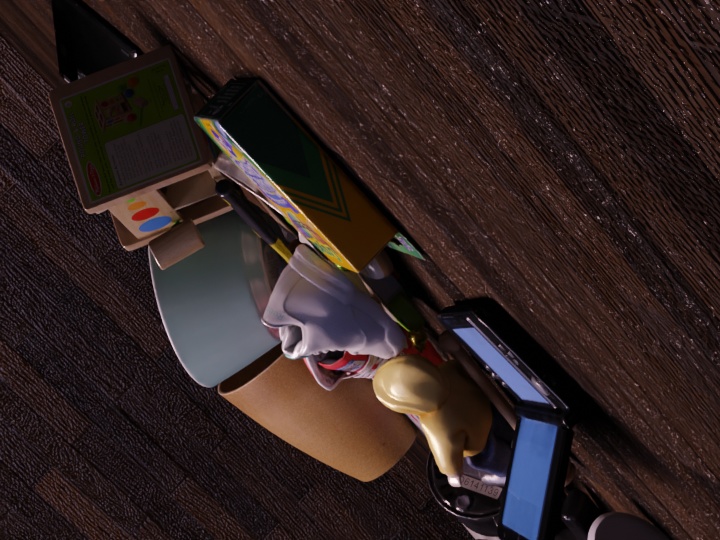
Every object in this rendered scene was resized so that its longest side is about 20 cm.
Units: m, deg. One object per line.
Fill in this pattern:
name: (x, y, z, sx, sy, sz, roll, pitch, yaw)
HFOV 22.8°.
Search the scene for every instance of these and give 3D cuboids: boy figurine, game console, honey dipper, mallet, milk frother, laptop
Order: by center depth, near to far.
game console: (0.107, 0.125, 1.444, 0.176, 0.116, 0.200, 45, 174, -3)
mallet: (-0.084, -0.031, 1.630, 0.066, 0.041, 0.200, 43, 176, 45)
honey dipper: (0.136, 0.130, 1.684, 0.200, 0.038, 0.038, 51, 172, -24)
boy figurine: (0.088, 0.142, 1.697, 0.064, 0.125, 0.200, -15, 145, 37)
milk frother: (0.145, 0.285, 1.892, 0.180, 0.200, 0.188, 36, 171, 31)
laptop: (-0.249, -0.222, 2.019, 0.187, 0.115, 0.201, 40, 144, 37)

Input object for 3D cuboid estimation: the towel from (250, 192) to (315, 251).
towel: (-0.096, -0.083, 1.879, 0.147, 0.022, 0.200, 49, 175, -25)

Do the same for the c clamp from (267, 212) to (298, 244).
c clamp: (-0.098, 0.020, 2.051, 0.027, 0.172, 0.200, 7, -175, -19)

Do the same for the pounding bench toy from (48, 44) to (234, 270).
pounding bench toy: (-0.190, -0.078, 1.691, 0.156, 0.124, 0.201, 62, -173, -72)

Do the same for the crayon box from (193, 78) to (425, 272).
crayon box: (-0.044, -0.068, 1.467, 0.200, 0.052, 0.126, 46, 174, -14)

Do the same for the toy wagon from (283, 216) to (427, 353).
toy wagon: (0.000, 0.000, 1.694, 0.200, 0.040, 0.155, 42, 174, 23)

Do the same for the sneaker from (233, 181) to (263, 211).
sneaker: (-0.169, -0.085, 1.952, 0.079, 0.074, 0.200, 50, 178, 24)

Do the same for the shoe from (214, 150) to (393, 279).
shoe: (-0.051, -0.053, 1.599, 0.200, 0.053, 0.070, 43, 174, 18)

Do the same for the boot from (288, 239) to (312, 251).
boot: (0.002, 0.051, 1.918, 0.200, 0.074, 0.155, 56, 172, -31)

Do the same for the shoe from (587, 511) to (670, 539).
shoe: (0.278, 0.298, 1.668, 0.200, 0.072, 0.091, 41, 169, -9)

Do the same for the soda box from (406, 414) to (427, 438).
soda box: (0.087, 0.153, 2.032, 0.068, 0.064, 0.200, 38, 172, 46)

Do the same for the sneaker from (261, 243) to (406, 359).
sneaker: (-0.030, 0.048, 1.591, 0.075, 0.089, 0.200, 36, 178, 34)

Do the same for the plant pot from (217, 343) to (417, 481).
plant pot: (-0.033, 0.145, 2.078, 0.200, 0.186, 0.186, 47, 174, -13)

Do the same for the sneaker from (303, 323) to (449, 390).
sneaker: (0.012, 0.086, 1.773, 0.199, 0.071, 0.113, 29, -159, -22)

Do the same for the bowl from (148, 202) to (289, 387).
bowl: (-0.130, 0.009, 1.820, 0.201, 0.104, 0.202, -15, -90, -76)
